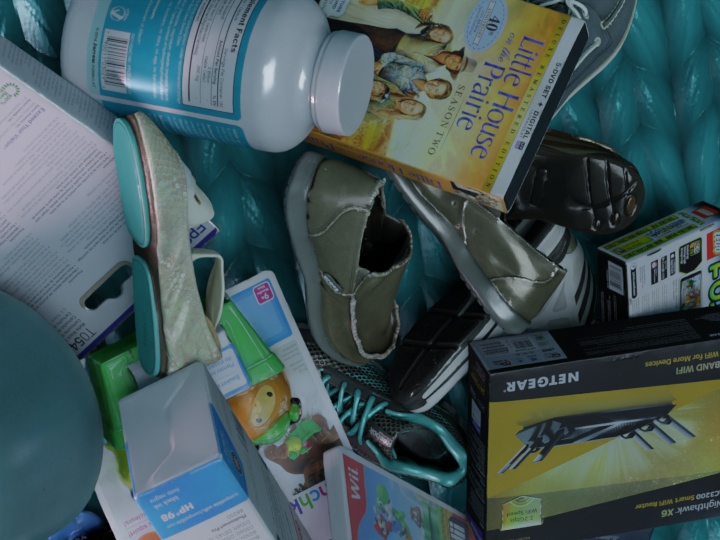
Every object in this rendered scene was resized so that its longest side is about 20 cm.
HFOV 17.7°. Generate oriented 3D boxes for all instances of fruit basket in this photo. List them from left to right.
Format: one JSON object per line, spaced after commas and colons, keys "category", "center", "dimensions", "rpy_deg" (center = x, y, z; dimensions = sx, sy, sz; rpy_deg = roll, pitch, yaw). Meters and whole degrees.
{"category": "fruit basket", "center": [-0.103, 0.127, 1.643], "dimensions": [0.185, 0.094, 0.201], "rpy_deg": [-25, 94, -13]}

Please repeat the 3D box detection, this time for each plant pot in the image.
{"category": "plant pot", "center": [-0.299, 0.127, 1.559], "dimensions": [0.200, 0.161, 0.201], "rpy_deg": [8, 111, 21]}

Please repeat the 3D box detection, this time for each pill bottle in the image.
{"category": "pill bottle", "center": [-0.095, -0.142, 1.571], "dimensions": [0.199, 0.111, 0.111], "rpy_deg": [12, 104, 17]}

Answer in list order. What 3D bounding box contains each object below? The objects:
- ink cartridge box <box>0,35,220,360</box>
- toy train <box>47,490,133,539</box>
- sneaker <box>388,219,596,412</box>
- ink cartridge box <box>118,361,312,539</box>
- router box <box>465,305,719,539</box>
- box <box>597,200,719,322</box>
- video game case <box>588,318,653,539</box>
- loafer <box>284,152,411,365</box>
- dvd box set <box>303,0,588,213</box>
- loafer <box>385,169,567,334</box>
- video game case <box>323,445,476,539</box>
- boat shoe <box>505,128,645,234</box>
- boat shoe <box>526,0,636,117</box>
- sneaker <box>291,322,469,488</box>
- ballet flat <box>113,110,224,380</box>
{"category": "ink cartridge box", "center": [-0.230, -0.039, 1.599], "dimensions": [0.200, 0.041, 0.200], "rpy_deg": [37, 121, -21]}
{"category": "toy train", "center": [-0.192, 0.240, 1.712], "dimensions": [0.200, 0.087, 0.115], "rpy_deg": [-24, 119, -11]}
{"category": "sneaker", "center": [0.114, 0.056, 1.731], "dimensions": [0.201, 0.076, 0.115], "rpy_deg": [-48, 117, -22]}
{"category": "ink cartridge box", "center": [-0.085, 0.175, 1.554], "dimensions": [0.067, 0.116, 0.200], "rpy_deg": [-26, 122, 4]}
{"category": "router box", "center": [0.178, 0.118, 1.699], "dimensions": [0.199, 0.052, 0.158], "rpy_deg": [-8, 119, -13]}
{"category": "box", "center": [0.235, 0.058, 1.758], "dimensions": [0.110, 0.035, 0.201], "rpy_deg": [-23, 122, -30]}
{"category": "video game case", "center": [0.199, 0.141, 1.803], "dimensions": [0.143, 0.019, 0.201], "rpy_deg": [11, 103, -42]}
{"category": "loafer", "center": [0.000, 0.000, 1.632], "dimensions": [0.200, 0.069, 0.075], "rpy_deg": [71, 34, -50]}
{"category": "dvd box set", "center": [0.041, -0.138, 1.614], "dimensions": [0.200, 0.029, 0.147], "rpy_deg": [21, 75, 20]}
{"category": "loafer", "center": [0.077, -0.052, 1.650], "dimensions": [0.070, 0.075, 0.200], "rpy_deg": [-36, 90, 9]}
{"category": "video game case", "center": [0.046, 0.223, 1.666], "dimensions": [0.017, 0.143, 0.200], "rpy_deg": [-27, 141, 28]}
{"category": "boat shoe", "center": [0.112, -0.077, 1.715], "dimensions": [0.199, 0.074, 0.076], "rpy_deg": [16, 111, 2]}
{"category": "boat shoe", "center": [0.146, -0.171, 1.670], "dimensions": [0.073, 0.062, 0.200], "rpy_deg": [33, 69, 10]}
{"category": "sneaker", "center": [0.005, 0.103, 1.721], "dimensions": [0.200, 0.091, 0.078], "rpy_deg": [25, 96, -17]}
{"category": "ballet flat", "center": [-0.125, -0.021, 1.543], "dimensions": [0.062, 0.067, 0.201], "rpy_deg": [-14, 120, -21]}
